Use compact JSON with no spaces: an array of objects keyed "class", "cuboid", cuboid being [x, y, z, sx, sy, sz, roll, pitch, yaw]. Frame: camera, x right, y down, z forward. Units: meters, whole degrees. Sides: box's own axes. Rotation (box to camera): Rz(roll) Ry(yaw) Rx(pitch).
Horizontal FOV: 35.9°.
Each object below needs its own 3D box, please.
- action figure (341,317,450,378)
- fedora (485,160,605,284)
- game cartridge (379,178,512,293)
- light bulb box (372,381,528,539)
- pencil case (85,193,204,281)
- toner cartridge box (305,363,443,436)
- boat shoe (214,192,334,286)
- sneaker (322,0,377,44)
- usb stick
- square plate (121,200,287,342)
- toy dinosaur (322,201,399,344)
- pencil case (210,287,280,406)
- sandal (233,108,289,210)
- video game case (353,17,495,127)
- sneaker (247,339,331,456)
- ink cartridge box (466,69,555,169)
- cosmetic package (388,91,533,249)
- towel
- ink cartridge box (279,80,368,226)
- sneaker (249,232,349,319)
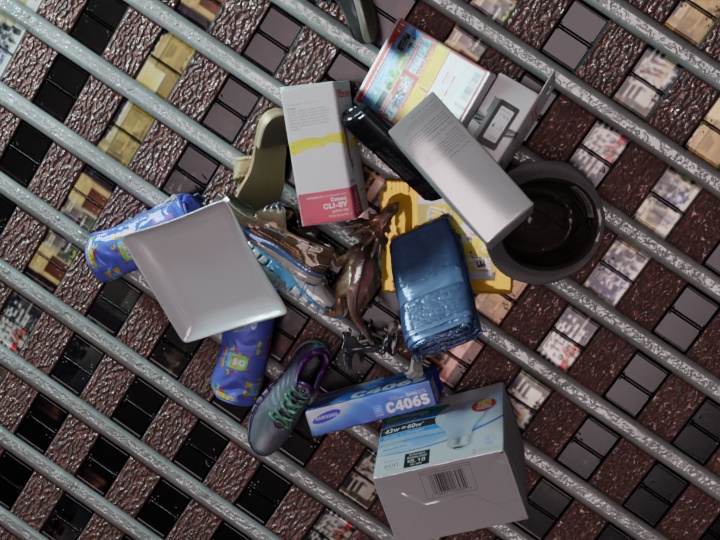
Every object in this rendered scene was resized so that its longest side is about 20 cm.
[{"class":"action figure","cuboid":[0.079,0.108,1.677,0.200,0.119,0.102,-14,88,21]},{"class":"fedora","cuboid":[0.251,-0.072,1.605,0.200,0.090,0.177,-5,99,-18]},{"class":"game cartridge","cuboid":[0.129,-0.052,1.678,0.200,0.032,0.177,-1,100,9]},{"class":"light bulb box","cuboid":[0.136,0.282,1.641,0.198,0.200,0.125,-15,111,12]},{"class":"pencil case","cuboid":[-0.331,-0.053,1.726,0.200,0.078,0.087,-23,111,13]},{"class":"toner cartridge box","cuboid":[0.022,0.199,1.710,0.200,0.095,0.043,-16,96,12]},{"class":"boat shoe","cuboid":[-0.123,-0.063,1.647,0.200,0.072,0.072,36,104,5]},{"class":"sneaker","cuboid":[-0.051,-0.412,1.630,0.106,0.075,0.200,-21,87,17]},{"class":"usb stick","cuboid":[0.053,-0.167,1.589,0.055,0.033,0.200,-15,135,43]},{"class":"square plate","cuboid":[-0.230,0.002,1.657,0.200,0.028,0.198,-17,112,27]},{"class":"toy dinosaur","cuboid":[0.000,0.000,1.631,0.086,0.136,0.200,9,68,-17]},{"class":"pencil case","cuboid":[-0.182,0.110,1.737,0.087,0.078,0.200,10,102,-2]},{"class":"sandal","cuboid":[-0.158,-0.165,1.694,0.070,0.078,0.212,53,135,38]},{"class":"video game case","cuboid":[0.088,-0.261,1.599,0.200,0.017,0.143,40,107,36]},{"class":"sneaker","cuboid":[-0.111,0.196,1.707,0.074,0.088,0.200,29,85,-9]},{"class":"ink cartridge box","cuboid":[0.199,-0.204,1.584,0.068,0.116,0.200,32,92,10]},{"class":"cosmetic package","cuboid":[0.135,-0.129,1.478,0.085,0.108,0.200,-42,83,4]},{"class":"towel","cuboid":[0.105,0.026,1.602,0.112,0.049,0.200,-20,52,15]},{"class":"ink cartridge box","cuboid":[-0.050,-0.175,1.628,0.083,0.145,0.200,-8,99,10]},{"class":"sneaker","cuboid":[-0.084,-0.009,1.704,0.200,0.075,0.087,42,98,0]}]
